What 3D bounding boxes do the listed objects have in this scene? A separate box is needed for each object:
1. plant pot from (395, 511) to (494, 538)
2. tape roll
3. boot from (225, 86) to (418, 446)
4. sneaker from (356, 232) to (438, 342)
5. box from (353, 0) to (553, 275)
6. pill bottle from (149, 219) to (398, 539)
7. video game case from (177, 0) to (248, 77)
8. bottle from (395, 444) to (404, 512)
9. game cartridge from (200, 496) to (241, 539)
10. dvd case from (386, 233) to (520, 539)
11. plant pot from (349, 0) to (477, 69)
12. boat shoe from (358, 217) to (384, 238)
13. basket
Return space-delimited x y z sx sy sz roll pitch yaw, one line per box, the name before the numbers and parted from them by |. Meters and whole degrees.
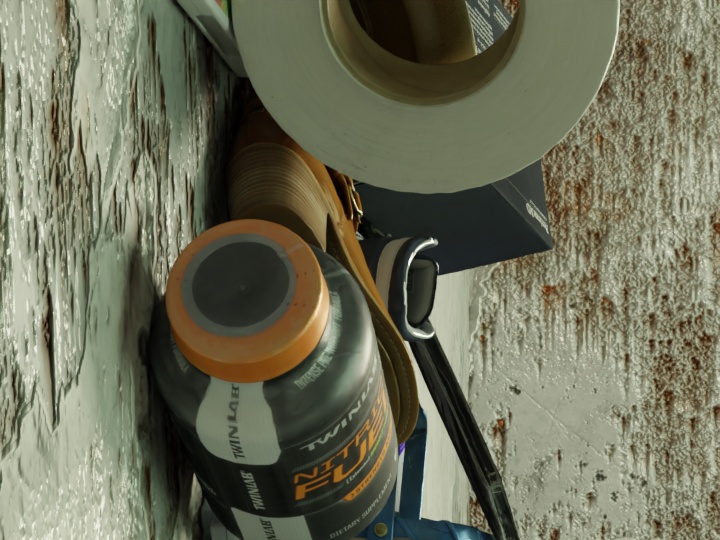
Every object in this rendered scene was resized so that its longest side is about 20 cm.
plant pot | 0.044 0.310 1.579 0.201 0.140 0.142 -73 174 -45
tape roll | 0.035 -0.146 1.089 0.071 0.200 0.204 -71 161 -68
boot | -0.017 -0.008 1.208 0.155 0.073 0.201 -91 162 -56
sneaker | 0.000 0.000 1.344 0.200 0.107 0.071 -62 153 -76
box | 0.055 -0.118 1.545 0.200 0.103 0.184 39 41 -60
pill bottle | -0.041 0.053 1.001 0.200 0.105 0.107 77 15 -62
video game case | -0.072 -0.192 1.097 0.200 0.017 0.144 48 43 -81
bottle | 0.009 0.116 1.622 0.084 0.065 0.201 -81 169 -47
game cartridge | -0.056 0.134 1.195 0.201 0.041 0.134 -79 164 -57
dvd case | 0.060 0.091 1.400 0.149 0.016 0.201 70 -2 -58
plant pot | -0.004 -0.147 1.209 0.200 0.027 0.201 40 -36 38
boat shoe | 0.005 -0.037 1.584 0.201 0.061 0.073 -78 169 -57
basket | 0.023 0.177 1.412 0.176 0.138 0.202 66 32 -69
